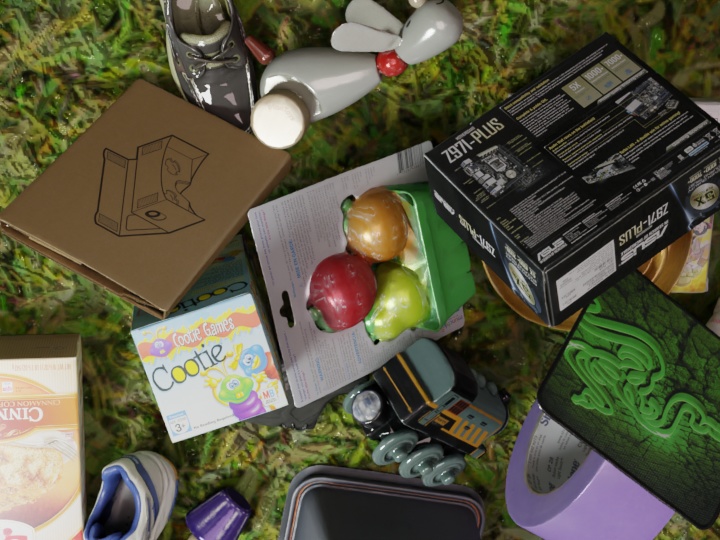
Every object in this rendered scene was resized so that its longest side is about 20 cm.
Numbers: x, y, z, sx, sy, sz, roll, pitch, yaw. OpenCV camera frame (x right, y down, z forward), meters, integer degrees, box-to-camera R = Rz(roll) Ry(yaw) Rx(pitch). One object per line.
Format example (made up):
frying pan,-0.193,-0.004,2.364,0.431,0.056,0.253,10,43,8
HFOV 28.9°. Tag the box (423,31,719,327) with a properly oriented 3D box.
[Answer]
box,0.182,-0.078,1.161,0.200,0.164,0.086,-35,146,-12

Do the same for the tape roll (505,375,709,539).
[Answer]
tape roll,0.223,0.163,1.282,0.085,0.200,0.200,30,99,-13

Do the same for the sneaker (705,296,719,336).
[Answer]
sneaker,0.359,0.113,1.326,0.099,0.078,0.200,-43,124,-16

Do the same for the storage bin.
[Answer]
storage bin,0.025,0.286,1.325,0.200,0.134,0.146,10,103,-9

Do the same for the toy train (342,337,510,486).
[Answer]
toy train,0.068,0.131,1.275,0.114,0.085,0.200,-38,148,12

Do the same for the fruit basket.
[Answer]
fruit basket,0.000,0.000,1.237,0.200,0.094,0.186,-22,110,-25

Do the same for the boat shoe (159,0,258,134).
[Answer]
boat shoe,-0.136,-0.203,1.208,0.072,0.066,0.201,-16,107,-5

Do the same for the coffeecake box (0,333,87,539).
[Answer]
coffeecake box,-0.332,0.164,1.279,0.153,0.073,0.200,-1,106,-8

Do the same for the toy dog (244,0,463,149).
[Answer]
toy dog,-0.020,-0.191,1.193,0.200,0.132,0.096,-33,105,2

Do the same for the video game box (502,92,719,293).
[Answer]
video game box,0.232,-0.071,1.301,0.200,0.047,0.183,1,102,-7

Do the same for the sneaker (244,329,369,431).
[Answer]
sneaker,-0.083,0.116,1.300,0.200,0.076,0.091,-18,113,0

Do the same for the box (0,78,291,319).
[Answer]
box,-0.175,-0.065,1.165,0.163,0.200,0.021,27,142,13

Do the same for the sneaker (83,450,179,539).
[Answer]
sneaker,-0.229,0.265,1.287,0.075,0.088,0.200,6,86,22

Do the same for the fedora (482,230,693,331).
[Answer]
fedora,0.207,-0.026,1.243,0.200,0.082,0.201,-1,104,-5

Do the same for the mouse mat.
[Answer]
mouse mat,0.257,0.105,1.195,0.200,0.008,0.161,36,68,-10

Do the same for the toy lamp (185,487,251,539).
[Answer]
toy lamp,-0.181,0.291,1.342,0.058,0.058,0.200,39,100,-15

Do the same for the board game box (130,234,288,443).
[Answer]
board game box,-0.131,0.053,1.208,0.105,0.200,0.103,-18,106,-2
